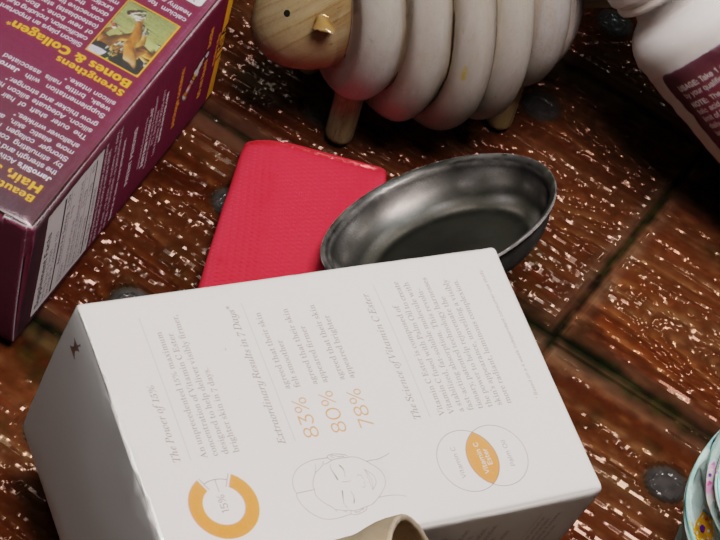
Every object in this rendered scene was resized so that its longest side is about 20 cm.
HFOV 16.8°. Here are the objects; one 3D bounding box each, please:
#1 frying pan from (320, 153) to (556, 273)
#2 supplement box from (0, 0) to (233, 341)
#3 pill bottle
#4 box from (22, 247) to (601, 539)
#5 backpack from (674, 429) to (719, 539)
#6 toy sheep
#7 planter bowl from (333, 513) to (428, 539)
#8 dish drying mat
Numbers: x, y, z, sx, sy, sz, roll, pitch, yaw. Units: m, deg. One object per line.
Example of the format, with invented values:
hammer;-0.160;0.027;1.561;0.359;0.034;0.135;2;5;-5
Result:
frying pan;0.013;0.002;1.108;0.114;0.031;0.190;12;42;46
supplement box;-0.154;-0.078;1.143;0.110;0.086;0.200;27;49;8
pill bottle;0.205;-0.104;1.186;0.200;0.114;0.114;49;49;-13
box;-0.022;0.078;1.018;0.199;0.098;0.125;-8;60;-28
backpack;0.227;0.138;1.035;0.200;0.127;0.167;40;56;23
toy sheep;0.041;-0.131;1.207;0.199;0.138;0.138;-10;54;-22
planter bowl;-0.025;0.203;0.892;0.134;0.201;0.201;-14;50;10
dish drying mat;-0.040;0.020;1.137;0.076;0.018;0.201;16;50;-3
